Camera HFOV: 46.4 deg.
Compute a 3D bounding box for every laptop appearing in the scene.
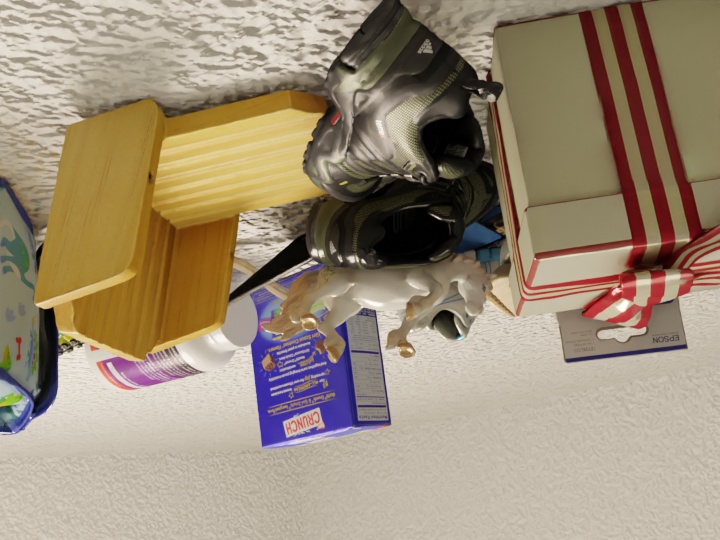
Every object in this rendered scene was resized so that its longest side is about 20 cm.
[{"bbox_3d":[0.000,0.000,0.826,0.187,0.116,0.200,-27,-167,49],"label":"laptop"}]

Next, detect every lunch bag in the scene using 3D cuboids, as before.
[{"bbox_3d":[-0.325,0.040,0.720,0.127,0.170,0.200,-4,158,-8],"label":"lunch bag"}]

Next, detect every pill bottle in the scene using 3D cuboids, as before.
[{"bbox_3d":[-0.225,0.074,1.005,0.200,0.113,0.112,-15,162,28],"label":"pill bottle"}]

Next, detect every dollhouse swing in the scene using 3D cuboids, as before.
[{"bbox_3d":[-0.107,-0.025,0.647,0.176,0.182,0.200,3,165,8],"label":"dollhouse swing"}]

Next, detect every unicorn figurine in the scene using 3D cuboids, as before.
[{"bbox_3d":[0.031,0.022,0.695,0.200,0.137,0.074,13,121,9],"label":"unicorn figurine"}]

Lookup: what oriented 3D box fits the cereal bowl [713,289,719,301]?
[{"bbox_3d":[0.627,0.021,1.244,0.200,0.083,0.200,-6,164,-2],"label":"cereal bowl"}]

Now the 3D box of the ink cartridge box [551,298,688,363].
[{"bbox_3d":[0.193,-0.028,0.674,0.095,0.200,0.037,-8,164,5],"label":"ink cartridge box"}]

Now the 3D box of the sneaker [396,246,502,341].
[{"bbox_3d":[0.097,0.026,0.840,0.200,0.087,0.075,-7,166,-43],"label":"sneaker"}]

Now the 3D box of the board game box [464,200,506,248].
[{"bbox_3d":[0.184,-0.064,0.844,0.135,0.035,0.200,2,161,-31],"label":"board game box"}]

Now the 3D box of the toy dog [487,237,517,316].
[{"bbox_3d":[0.206,-0.026,0.762,0.200,0.132,0.096,-14,125,9],"label":"toy dog"}]

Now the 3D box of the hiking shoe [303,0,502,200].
[{"bbox_3d":[0.024,-0.082,0.546,0.101,0.076,0.200,36,162,5],"label":"hiking shoe"}]

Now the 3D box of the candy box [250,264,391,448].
[{"bbox_3d":[-0.055,0.108,1.034,0.169,0.200,0.077,-21,159,40],"label":"candy box"}]

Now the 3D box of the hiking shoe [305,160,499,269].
[{"bbox_3d":[0.058,-0.038,0.684,0.200,0.076,0.101,-24,-148,-32],"label":"hiking shoe"}]

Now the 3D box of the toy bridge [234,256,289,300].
[{"bbox_3d":[-0.158,0.015,0.904,0.200,0.067,0.027,10,-163,2],"label":"toy bridge"}]

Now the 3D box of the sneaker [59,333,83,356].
[{"bbox_3d":[-0.257,0.010,0.856,0.200,0.085,0.078,-21,150,-4],"label":"sneaker"}]

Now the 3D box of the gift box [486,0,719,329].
[{"bbox_3d":[0.193,-0.064,0.572,0.200,0.187,0.185,-9,164,9],"label":"gift box"}]
